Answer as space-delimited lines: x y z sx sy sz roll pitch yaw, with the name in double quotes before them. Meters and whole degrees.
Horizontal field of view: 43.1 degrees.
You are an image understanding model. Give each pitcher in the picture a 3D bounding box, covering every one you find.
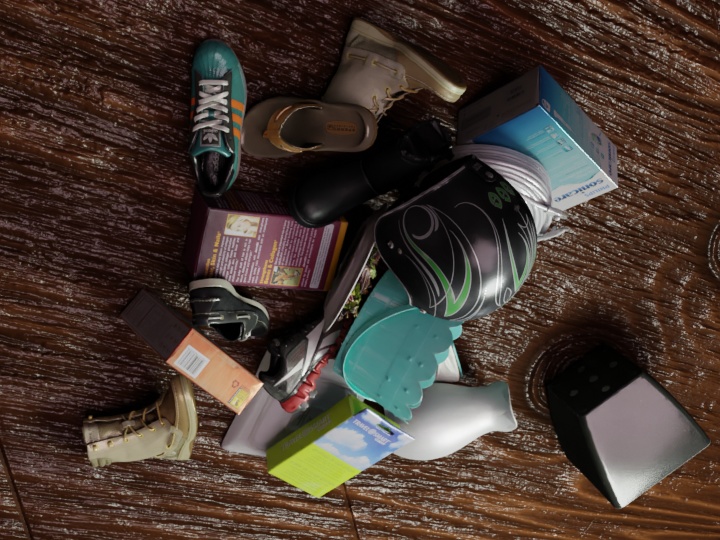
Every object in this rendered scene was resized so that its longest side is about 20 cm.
"pitcher" 0.143 0.242 1.500 0.200 0.172 0.121 -12 78 0

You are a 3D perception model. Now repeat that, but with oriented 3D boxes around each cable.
"cable" 0.174 -0.101 1.304 0.200 0.069 0.200 35 142 -30

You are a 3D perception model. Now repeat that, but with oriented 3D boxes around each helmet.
"helmet" 0.131 -0.032 1.181 0.200 0.200 0.191 -33 98 -4

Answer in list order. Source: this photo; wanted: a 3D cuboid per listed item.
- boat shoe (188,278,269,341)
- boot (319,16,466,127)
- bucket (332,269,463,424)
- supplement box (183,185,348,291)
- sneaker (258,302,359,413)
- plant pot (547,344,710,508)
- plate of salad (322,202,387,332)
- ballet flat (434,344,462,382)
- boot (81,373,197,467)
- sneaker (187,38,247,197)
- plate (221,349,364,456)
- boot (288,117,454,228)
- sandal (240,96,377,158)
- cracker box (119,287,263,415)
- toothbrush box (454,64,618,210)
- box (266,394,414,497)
"boat shoe" -0.180 0.070 1.263 0.072 0.068 0.200 -13 160 12
"boot" 0.032 -0.221 1.176 0.072 0.200 0.155 6 117 -52
"bucket" 0.060 0.104 1.326 0.135 0.207 0.207 28 106 9
"supplement box" -0.132 -0.043 1.257 0.200 0.086 0.110 5 114 -24
"sneaker" -0.081 0.108 1.351 0.098 0.071 0.200 35 83 -20
"plant pot" 0.441 0.251 1.588 0.200 0.200 0.177 -36 111 -2
"plate of salad" 0.000 0.000 1.270 0.048 0.200 0.200 26 104 -7
"ballet flat" 0.118 0.103 1.451 0.069 0.069 0.200 -20 124 -12
"boot" -0.315 0.216 1.297 0.155 0.073 0.200 -2 145 -18
"sneaker" -0.182 -0.187 1.158 0.071 0.080 0.200 1 117 0
"plate" -0.091 0.226 1.442 0.200 0.032 0.200 19 106 -29
"boot" 0.018 -0.129 1.195 0.198 0.162 0.073 -26 91 -42
"sandal" -0.076 -0.181 1.171 0.054 0.200 0.080 -35 125 -58
"cracker box" -0.230 0.105 1.222 0.134 0.200 0.058 43 81 -32
"toothbrush box" 0.254 -0.175 1.308 0.146 0.085 0.200 -25 131 39
"box" -0.032 0.267 1.397 0.200 0.048 0.122 -36 130 22
